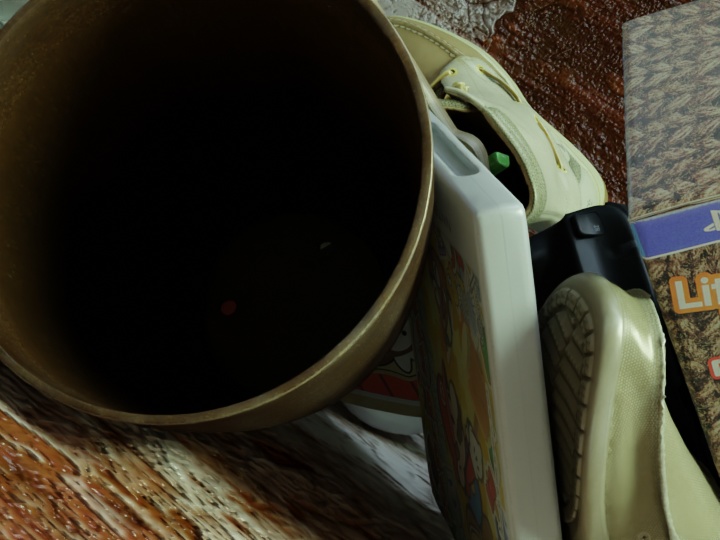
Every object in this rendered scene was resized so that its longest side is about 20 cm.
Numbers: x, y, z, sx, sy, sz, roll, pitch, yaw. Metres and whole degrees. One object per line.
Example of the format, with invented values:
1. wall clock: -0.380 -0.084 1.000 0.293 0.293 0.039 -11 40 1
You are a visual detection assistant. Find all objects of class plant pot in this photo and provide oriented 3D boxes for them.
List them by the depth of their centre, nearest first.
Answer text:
1. plant pot: -0.047 -0.010 0.725 0.187 0.187 0.200 36 -6 18

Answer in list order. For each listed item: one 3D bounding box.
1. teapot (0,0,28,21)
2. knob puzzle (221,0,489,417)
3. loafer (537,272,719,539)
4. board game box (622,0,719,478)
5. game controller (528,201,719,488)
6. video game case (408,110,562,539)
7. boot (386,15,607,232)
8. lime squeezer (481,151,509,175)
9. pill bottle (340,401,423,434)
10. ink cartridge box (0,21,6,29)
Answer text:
1. teapot: -0.139 -0.176 0.770 0.197 0.199 0.147 1 -63 65
2. knob puzzle: -0.018 -0.014 0.854 0.219 0.220 0.030 36 34 15
3. loafer: 0.108 0.083 0.689 0.068 0.201 0.076 -11 37 -7
4. board game box: 0.181 0.005 0.714 0.160 0.096 0.201 -78 149 -56
5. game controller: 0.107 0.066 0.811 0.042 0.104 0.201 22 46 -43
6. video game case: 0.046 0.044 0.740 0.023 0.201 0.182 -11 19 -7
7. boot: 0.052 -0.093 1.061 0.200 0.072 0.155 43 16 17
8. lime squeezer: 0.004 -0.041 0.891 0.038 0.071 0.200 38 -9 -34
9. pill bottle: 0.000 0.000 0.994 0.113 0.113 0.200 28 9 -32
10. ink cartridge box: -0.188 -0.080 0.822 0.200 0.083 0.147 24 12 -48
